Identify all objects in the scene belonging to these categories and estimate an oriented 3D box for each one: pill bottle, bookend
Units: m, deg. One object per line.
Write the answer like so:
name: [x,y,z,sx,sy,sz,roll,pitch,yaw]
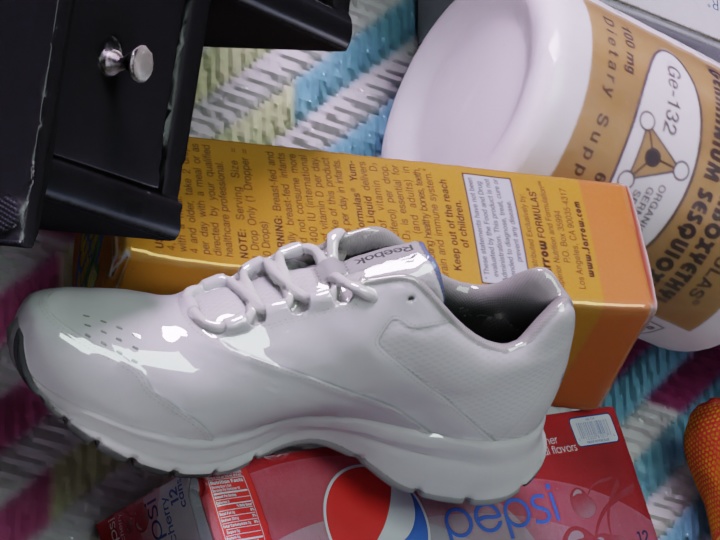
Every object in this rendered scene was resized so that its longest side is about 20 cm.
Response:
pill bottle: [0.118,-0.032,1.163,0.200,0.114,0.115,24,56,-28]
bookend: [-0.072,-0.091,0.959,0.199,0.092,0.201,20,77,-57]

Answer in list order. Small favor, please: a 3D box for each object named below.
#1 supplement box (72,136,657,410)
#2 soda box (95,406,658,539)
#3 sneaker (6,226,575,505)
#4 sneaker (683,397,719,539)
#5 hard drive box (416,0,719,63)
supplement box: [0.000,0.000,1.044,0.199,0.067,0.069,5,51,-18]
soda box: [0.009,0.097,1.043,0.200,0.070,0.064,-4,71,-39]
sneaker: [-0.020,0.021,0.973,0.199,0.087,0.075,5,37,-25]
sneaker: [0.173,0.144,1.152,0.077,0.073,0.200,-15,75,-31]
hard drive box: [0.105,-0.174,1.249,0.156,0.077,0.201,18,58,-31]
